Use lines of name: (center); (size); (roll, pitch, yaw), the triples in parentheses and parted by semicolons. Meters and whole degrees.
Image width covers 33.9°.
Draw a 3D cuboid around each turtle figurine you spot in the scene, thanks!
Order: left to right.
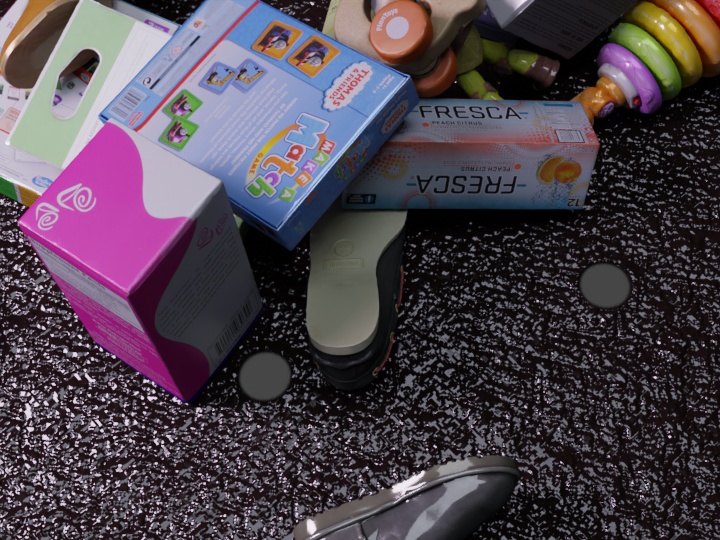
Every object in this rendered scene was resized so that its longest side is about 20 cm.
turtle figurine: (0.083, -0.188, 0.975); (0.161, 0.064, 0.200); (29, 72, -8)

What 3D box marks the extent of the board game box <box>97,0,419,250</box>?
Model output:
board game box: (-0.079, -0.122, 0.889); (0.200, 0.037, 0.151); (32, 75, 31)

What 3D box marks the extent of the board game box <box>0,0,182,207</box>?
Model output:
board game box: (-0.266, -0.156, 1.024); (0.153, 0.040, 0.200); (26, 68, 15)

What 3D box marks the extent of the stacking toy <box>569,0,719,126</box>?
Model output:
stacking toy: (0.238, -0.176, 0.984); (0.200, 0.116, 0.110); (-41, 65, -4)

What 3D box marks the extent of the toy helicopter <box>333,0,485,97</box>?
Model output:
toy helicopter: (0.052, -0.244, 0.914); (0.132, 0.079, 0.200); (38, 92, 28)

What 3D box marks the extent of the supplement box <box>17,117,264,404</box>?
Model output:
supplement box: (-0.149, 0.000, 0.851); (0.103, 0.200, 0.101); (31, 69, 17)

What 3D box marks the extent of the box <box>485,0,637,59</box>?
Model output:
box: (0.138, -0.291, 0.971); (0.101, 0.112, 0.200); (-40, 61, 30)

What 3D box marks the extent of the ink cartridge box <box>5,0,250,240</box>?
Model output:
ink cartridge box: (-0.164, -0.118, 0.964); (0.200, 0.048, 0.146); (23, 77, 3)

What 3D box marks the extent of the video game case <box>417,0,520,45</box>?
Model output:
video game case: (0.085, -0.307, 1.066); (0.143, 0.019, 0.200); (15, 64, -13)

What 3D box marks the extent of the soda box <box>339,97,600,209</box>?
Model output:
soda box: (0.082, -0.092, 0.931); (0.200, 0.068, 0.064); (0, 41, -9)

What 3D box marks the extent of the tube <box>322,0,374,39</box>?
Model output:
tube: (-0.013, -0.183, 1.017); (0.052, 0.058, 0.200); (15, 66, -1)

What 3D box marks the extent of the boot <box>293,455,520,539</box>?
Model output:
boot: (0.054, 0.242, 0.792); (0.182, 0.073, 0.200); (-25, 57, 6)

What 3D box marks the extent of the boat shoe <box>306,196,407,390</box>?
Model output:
boat shoe: (-0.003, 0.000, 0.922); (0.074, 0.063, 0.201); (2, 49, 9)

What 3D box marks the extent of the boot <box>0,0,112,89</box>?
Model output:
boot: (-0.271, -0.252, 1.020); (0.144, 0.071, 0.201); (31, 68, 25)
